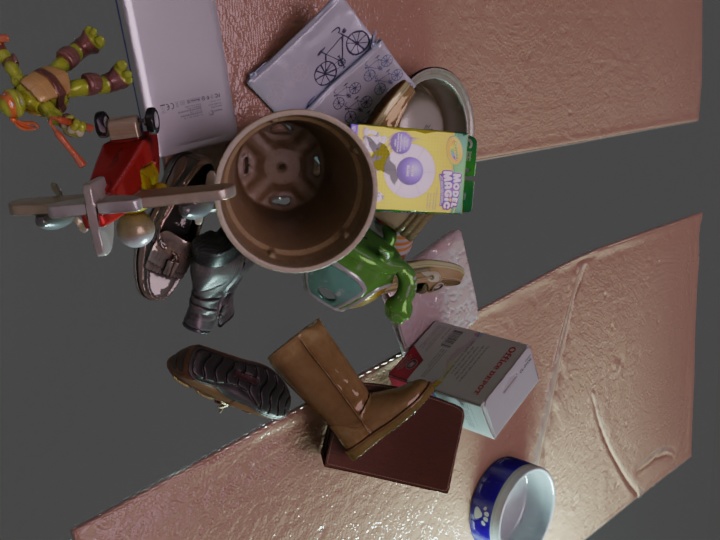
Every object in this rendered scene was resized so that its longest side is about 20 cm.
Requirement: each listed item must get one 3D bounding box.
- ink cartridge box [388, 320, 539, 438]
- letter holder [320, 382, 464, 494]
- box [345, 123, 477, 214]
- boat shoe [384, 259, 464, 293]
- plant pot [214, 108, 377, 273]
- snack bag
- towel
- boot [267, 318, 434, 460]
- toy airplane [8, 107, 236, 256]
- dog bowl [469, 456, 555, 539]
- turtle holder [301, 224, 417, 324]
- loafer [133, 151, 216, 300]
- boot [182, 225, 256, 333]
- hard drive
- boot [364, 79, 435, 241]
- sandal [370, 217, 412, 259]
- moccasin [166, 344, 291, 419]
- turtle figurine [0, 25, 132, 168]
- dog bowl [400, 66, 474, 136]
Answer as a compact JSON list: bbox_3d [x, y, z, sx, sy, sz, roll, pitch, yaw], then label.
[{"bbox_3d":[0.171,0.177,1.326,0.146,0.199,0.083,-43,127,-30],"label":"ink cartridge box"},{"bbox_3d":[0.050,0.254,1.269,0.199,0.101,0.143,13,86,-5],"label":"letter holder"},{"bbox_3d":[0.073,-0.139,1.118,0.199,0.048,0.118,1,97,-16],"label":"box"},{"bbox_3d":[0.077,0.019,1.298,0.199,0.073,0.064,2,75,-24],"label":"boat shoe"},{"bbox_3d":[-0.094,-0.120,1.043,0.199,0.184,0.202,-4,108,-12],"label":"plant pot"},{"bbox_3d":[-0.038,-0.270,1.151,0.188,0.021,0.200,-42,129,3],"label":"snack bag"},{"bbox_3d":[0.127,0.052,1.420,0.200,0.032,0.192,-35,121,-33],"label":"towel"},{"bbox_3d":[-0.012,0.155,1.189,0.175,0.066,0.200,-38,89,-8],"label":"boot"},{"bbox_3d":[-0.267,-0.078,0.902,0.199,0.200,0.142,-36,138,-30],"label":"toy airplane"},{"bbox_3d":[0.317,0.493,1.655,0.199,0.079,0.202,-11,106,-42],"label":"dog bowl"},{"bbox_3d":[-0.006,-0.007,1.196,0.185,0.141,0.132,23,110,-28],"label":"turtle holder"},{"bbox_3d":[-0.237,-0.056,1.027,0.072,0.063,0.201,18,85,-43],"label":"loafer"},{"bbox_3d":[-0.175,-0.001,1.101,0.200,0.070,0.132,-29,138,-53],"label":"boot"},{"bbox_3d":[-0.230,-0.257,1.020,0.132,0.025,0.201,-23,113,-39],"label":"hard drive"},{"bbox_3d":[0.066,-0.159,1.173,0.155,0.073,0.201,29,96,-10],"label":"boot"},{"bbox_3d":[0.052,-0.084,1.251,0.079,0.059,0.208,2,125,-8],"label":"sandal"},{"bbox_3d":[-0.181,0.162,1.123,0.201,0.077,0.074,24,66,-40],"label":"moccasin"},{"bbox_3d":[-0.333,-0.197,0.880,0.200,0.064,0.161,42,48,7],"label":"turtle figurine"},{"bbox_3d":[0.097,-0.229,1.306,0.199,0.074,0.202,-10,104,-43],"label":"dog bowl"}]
